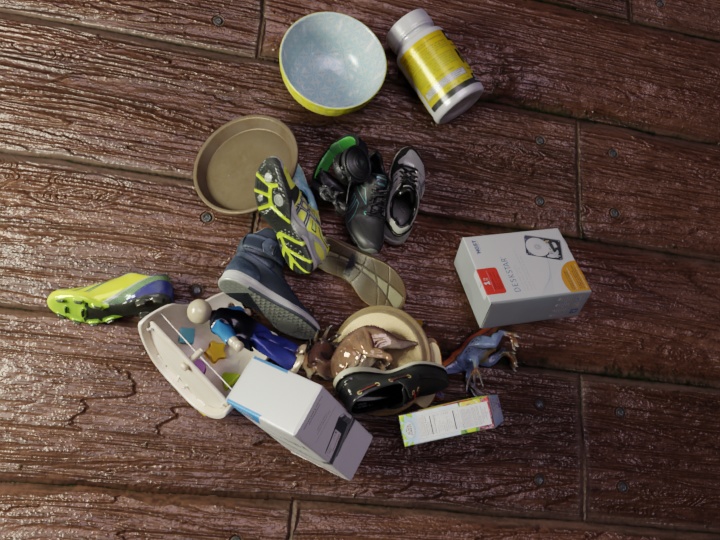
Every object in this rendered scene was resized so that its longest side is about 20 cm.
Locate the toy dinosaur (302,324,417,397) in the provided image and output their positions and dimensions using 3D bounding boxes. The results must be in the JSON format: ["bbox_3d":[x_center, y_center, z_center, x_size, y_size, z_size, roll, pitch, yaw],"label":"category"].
[{"bbox_3d":[-0.013,0.134,1.152,0.199,0.086,0.136,-31,59,5],"label":"toy dinosaur"}]

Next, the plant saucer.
[{"bbox_3d":[-0.200,-0.185,1.241,0.198,0.030,0.202,-5,67,12],"label":"plant saucer"}]

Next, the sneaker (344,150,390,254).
[{"bbox_3d":[0.015,-0.126,1.259,0.075,0.079,0.202,12,57,-33],"label":"sneaker"}]

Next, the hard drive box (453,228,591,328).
[{"bbox_3d":[0.292,0.012,1.281,0.198,0.077,0.157,-7,52,-14],"label":"hard drive box"}]

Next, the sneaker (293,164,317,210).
[{"bbox_3d":[-0.120,-0.151,1.259,0.073,0.082,0.201,-24,81,-18],"label":"sneaker"}]

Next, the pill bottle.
[{"bbox_3d":[0.142,-0.400,1.369,0.114,0.114,0.201,-31,84,-19],"label":"pill bottle"}]

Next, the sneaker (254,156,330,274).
[{"bbox_3d":[-0.114,-0.097,1.177,0.076,0.075,0.202,-36,112,-47],"label":"sneaker"}]

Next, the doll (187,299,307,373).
[{"bbox_3d":[-0.183,0.101,1.116,0.199,0.137,0.049,29,107,-8],"label":"doll"}]

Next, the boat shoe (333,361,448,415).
[{"bbox_3d":[0.057,0.185,1.085,0.200,0.074,0.063,0,39,-30],"label":"boat shoe"}]

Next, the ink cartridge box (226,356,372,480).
[{"bbox_3d":[-0.089,0.230,1.077,0.144,0.200,0.085,17,66,35],"label":"ink cartridge box"}]

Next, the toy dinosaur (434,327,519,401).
[{"bbox_3d":[0.194,0.164,1.265,0.180,0.106,0.201,-8,42,-5],"label":"toy dinosaur"}]

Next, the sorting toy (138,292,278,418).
[{"bbox_3d":[-0.232,0.124,1.155,0.200,0.107,0.180,44,57,8],"label":"sorting toy"}]

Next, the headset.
[{"bbox_3d":[-0.045,-0.171,1.233,0.094,0.123,0.201,34,30,-33],"label":"headset"}]

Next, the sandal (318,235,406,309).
[{"bbox_3d":[0.000,0.000,1.258,0.199,0.054,0.081,32,103,11],"label":"sandal"}]

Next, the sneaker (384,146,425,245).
[{"bbox_3d":[0.089,-0.148,1.302,0.075,0.088,0.202,12,71,-7],"label":"sneaker"}]

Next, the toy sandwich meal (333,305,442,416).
[{"bbox_3d":[0.046,0.155,1.207,0.203,0.070,0.207,-3,82,20],"label":"toy sandwich meal"}]

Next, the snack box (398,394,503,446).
[{"bbox_3d":[0.151,0.239,1.127,0.141,0.200,0.054,-14,77,13],"label":"snack box"}]

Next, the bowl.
[{"bbox_3d":[-0.058,-0.369,1.320,0.198,0.108,0.202,3,74,-11],"label":"bowl"}]

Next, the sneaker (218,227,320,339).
[{"bbox_3d":[-0.135,0.017,1.212,0.202,0.077,0.147,39,46,-24],"label":"sneaker"}]

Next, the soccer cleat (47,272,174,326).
[{"bbox_3d":[-0.411,0.041,1.162,0.198,0.065,0.084,-3,46,-9],"label":"soccer cleat"}]
